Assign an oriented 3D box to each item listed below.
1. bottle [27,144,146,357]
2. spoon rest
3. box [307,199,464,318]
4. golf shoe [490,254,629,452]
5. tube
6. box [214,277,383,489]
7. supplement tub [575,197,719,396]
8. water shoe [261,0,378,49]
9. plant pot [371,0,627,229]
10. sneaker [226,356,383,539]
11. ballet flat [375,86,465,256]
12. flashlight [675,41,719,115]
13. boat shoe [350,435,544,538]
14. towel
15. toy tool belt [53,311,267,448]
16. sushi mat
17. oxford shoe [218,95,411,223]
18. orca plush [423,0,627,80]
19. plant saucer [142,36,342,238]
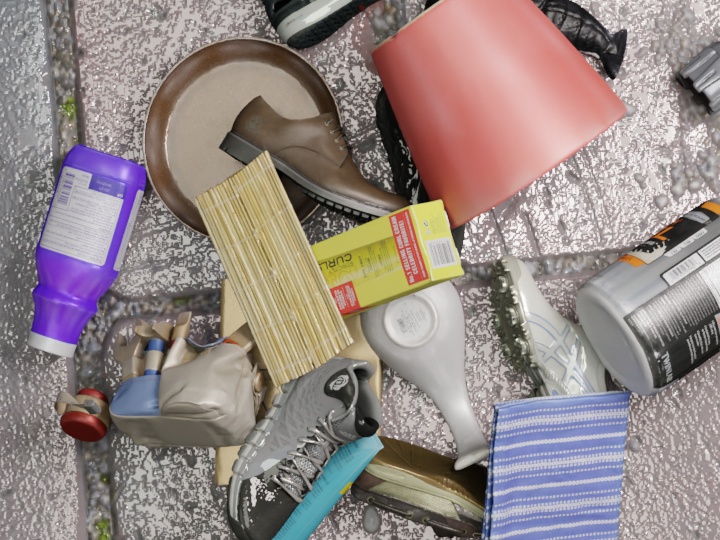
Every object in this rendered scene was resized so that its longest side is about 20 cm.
[{"bbox_3d":[-0.273,-0.017,1.698,0.083,0.065,0.202,16,89,12],"label":"bottle"},{"bbox_3d":[0.069,0.090,1.662,0.099,0.061,0.202,-24,85,6],"label":"spoon rest"},{"bbox_3d":[0.000,0.000,1.604,0.199,0.050,0.076,-20,84,41],"label":"box"},{"bbox_3d":[0.188,0.072,1.657,0.096,0.078,0.202,-21,91,-13],"label":"golf shoe"},{"bbox_3d":[-0.052,0.216,1.648,0.201,0.050,0.078,-52,42,15],"label":"tube"},{"bbox_3d":[-0.058,0.110,1.693,0.162,0.021,0.202,1,87,6],"label":"box"},{"bbox_3d":[0.307,0.015,1.599,0.199,0.123,0.123,-32,85,-14],"label":"supplement tub"},{"bbox_3d":[-0.006,-0.297,1.683,0.199,0.072,0.079,-33,77,0],"label":"water shoe"},{"bbox_3d":[0.114,-0.164,1.590,0.200,0.200,0.178,-34,94,3],"label":"plant pot"},{"bbox_3d":[-0.043,0.160,1.591,0.115,0.075,0.201,-2,57,44],"label":"sneaker"},{"bbox_3d":[0.059,-0.087,1.686,0.066,0.057,0.202,-11,92,-18],"label":"ballet flat"},{"bbox_3d":[0.396,-0.226,1.643,0.200,0.068,0.068,-40,87,1],"label":"flashlight"},{"bbox_3d":[0.085,0.220,1.656,0.198,0.073,0.065,24,116,-2],"label":"boat shoe"},{"bbox_3d":[0.181,0.213,1.611,0.143,0.024,0.202,-4,106,-22],"label":"towel"},{"bbox_3d":[-0.184,0.102,1.666,0.198,0.125,0.124,-3,54,23],"label":"toy tool belt"},{"bbox_3d":[-0.082,0.000,1.618,0.095,0.012,0.202,-28,81,24],"label":"sushi mat"},{"bbox_3d":[-0.031,-0.104,1.646,0.199,0.073,0.085,29,88,6],"label":"oxford shoe"},{"bbox_3d":[0.157,-0.233,1.663,0.199,0.071,0.106,28,90,6],"label":"orca plush"},{"bbox_3d":[-0.114,-0.126,1.705,0.198,0.032,0.203,0,88,5],"label":"plant saucer"}]
